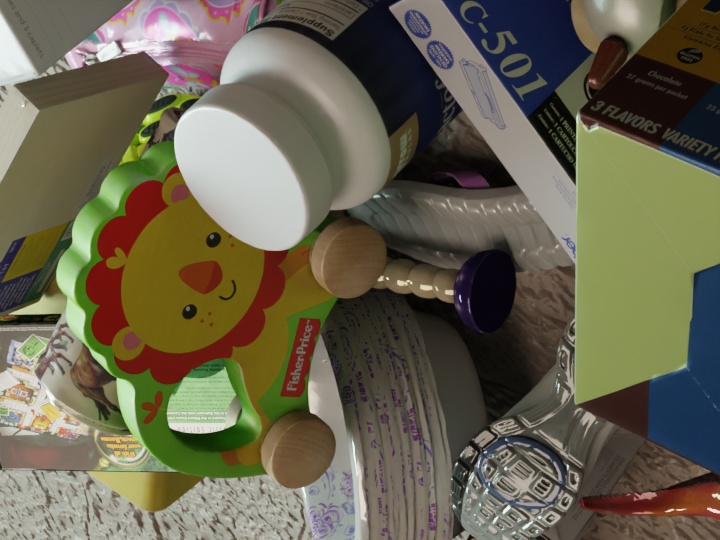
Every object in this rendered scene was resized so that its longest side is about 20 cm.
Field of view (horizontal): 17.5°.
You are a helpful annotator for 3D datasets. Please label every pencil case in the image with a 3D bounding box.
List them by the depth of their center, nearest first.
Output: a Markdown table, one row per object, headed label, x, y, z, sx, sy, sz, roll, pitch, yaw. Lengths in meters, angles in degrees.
| label | x | y | z | sx | sy | sz | roll | pitch | yaw |
| --- | --- | --- | --- | --- | --- | --- | --- | --- | --- |
| pencil case | -0.125 | -0.001 | 1.424 | 0.077 | 0.201 | 0.089 | 28 | -176 | 14 |
| pencil case | -0.099 | -0.150 | 1.473 | 0.199 | 0.087 | 0.088 | 5 | 129 | 43 |

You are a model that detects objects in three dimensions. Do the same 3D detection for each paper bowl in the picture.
| label | x | y | z | sx | sy | sz | roll | pitch | yaw |
| --- | --- | --- | --- | --- | --- | --- | --- | --- | --- |
| paper bowl | 0.021 | 0.106 | 1.543 | 0.201 | 0.103 | 0.202 | 171 | 90 | -78 |

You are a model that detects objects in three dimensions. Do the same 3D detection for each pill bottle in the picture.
| label | x | y | z | sx | sy | sz | roll | pitch | yaw |
| --- | --- | --- | --- | --- | --- | --- | --- | --- | --- |
| pill bottle | -0.008 | -0.106 | 1.314 | 0.115 | 0.200 | 0.116 | 28 | 143 | 24 |

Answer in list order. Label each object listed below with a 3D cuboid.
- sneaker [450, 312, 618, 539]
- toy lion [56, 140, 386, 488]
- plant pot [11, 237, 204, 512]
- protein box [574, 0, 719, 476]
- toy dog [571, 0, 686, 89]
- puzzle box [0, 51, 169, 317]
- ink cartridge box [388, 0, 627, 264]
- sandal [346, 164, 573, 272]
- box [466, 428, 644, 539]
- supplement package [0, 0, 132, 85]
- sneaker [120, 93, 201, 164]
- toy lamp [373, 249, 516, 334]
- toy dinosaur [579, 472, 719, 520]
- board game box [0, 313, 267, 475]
| label | x | y | z | sx | sy | sz | roll | pitch | yaw |
| --- | --- | --- | --- | --- | --- | --- | --- | --- | --- |
| sneaker | 0.130 | 0.088 | 1.408 | 0.074 | 0.087 | 0.200 | 44 | 113 | 12 |
| toy lion | -0.091 | 0.025 | 1.371 | 0.069 | 0.190 | 0.202 | 36 | 117 | 52 |
| plant pot | -0.144 | 0.006 | 1.601 | 0.199 | 0.200 | 0.177 | 30 | 129 | 21 |
| protein box | 0.214 | -0.034 | 1.150 | 0.134 | 0.200 | 0.200 | 25 | 141 | 27 |
| toy dog | 0.121 | -0.175 | 1.198 | 0.200 | 0.096 | 0.132 | 52 | 145 | -9 |
| puzzle box | -0.206 | -0.043 | 1.441 | 0.025 | 0.133 | 0.201 | 42 | 120 | 14 |
| ink cartridge box | 0.111 | -0.095 | 1.293 | 0.201 | 0.094 | 0.044 | 53 | 145 | -10 |
| sandal | 0.080 | -0.037 | 1.431 | 0.202 | 0.050 | 0.083 | 5 | 145 | 40 |
| box | 0.111 | 0.177 | 1.556 | 0.060 | 0.117 | 0.200 | 35 | 143 | 9 |
| supplement package | -0.205 | -0.223 | 1.406 | 0.150 | 0.200 | 0.152 | -5 | 121 | 49 |
| sneaker | -0.073 | -0.066 | 1.505 | 0.198 | 0.074 | 0.084 | 2 | 139 | 21 |
| toy lamp | 0.000 | 0.000 | 1.459 | 0.199 | 0.058 | 0.059 | 10 | 132 | 37 |
| toy dinosaur | 0.259 | 0.142 | 1.341 | 0.105 | 0.200 | 0.182 | 50 | -179 | -34 |
| board game box | -0.153 | 0.079 | 1.504 | 0.198 | 0.023 | 0.106 | -1 | 104 | 22 |
